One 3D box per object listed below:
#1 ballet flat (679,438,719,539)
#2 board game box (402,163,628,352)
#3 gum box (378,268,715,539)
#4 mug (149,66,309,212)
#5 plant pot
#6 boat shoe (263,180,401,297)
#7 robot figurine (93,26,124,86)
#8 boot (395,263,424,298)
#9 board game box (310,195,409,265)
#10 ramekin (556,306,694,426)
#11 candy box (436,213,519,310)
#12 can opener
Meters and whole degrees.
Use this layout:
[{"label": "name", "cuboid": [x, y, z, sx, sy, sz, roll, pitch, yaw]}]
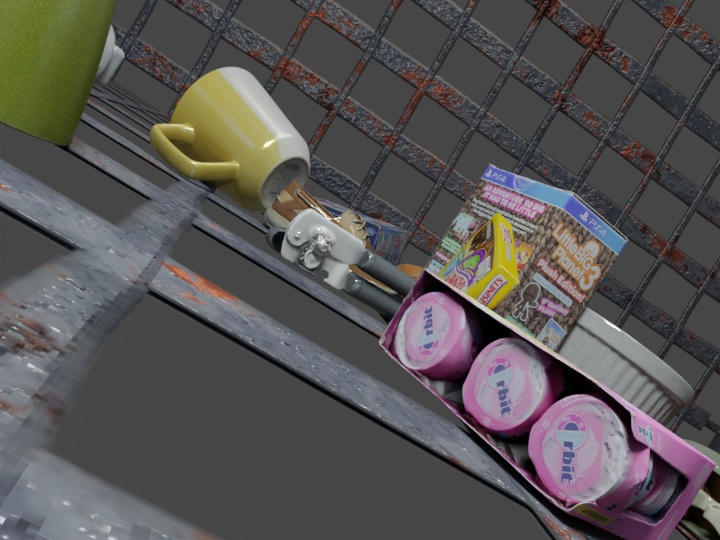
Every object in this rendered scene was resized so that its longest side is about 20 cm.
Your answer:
[{"label": "ballet flat", "cuboid": [0.291, 0.192, 0.592, 0.063, 0.068, 0.200, 22, 8, -26]}, {"label": "board game box", "cuboid": [0.157, 0.008, 0.781, 0.096, 0.202, 0.159, 30, 5, -28]}, {"label": "gum box", "cuboid": [0.114, 0.085, 0.459, 0.113, 0.067, 0.200, 30, 5, -38]}, {"label": "mug", "cuboid": [-0.156, -0.144, 0.917, 0.153, 0.186, 0.150, 43, -24, 25]}, {"label": "plant pot", "cuboid": [-0.237, -0.223, 0.490, 0.185, 0.202, 0.187, 32, 3, -2]}, {"label": "boat shoe", "cuboid": [-0.022, -0.038, 0.874, 0.198, 0.072, 0.076, 32, 4, -1]}, {"label": "robot figurine", "cuboid": [-0.436, -0.342, 1.031, 0.169, 0.114, 0.199, 39, 6, 30]}, {"label": "boot", "cuboid": [0.138, 0.052, 1.080, 0.197, 0.075, 0.155, 20, 5, -8]}, {"label": "board game box", "cuboid": [-0.016, -0.059, 1.093, 0.198, 0.063, 0.199, 24, 7, 28]}, {"label": "ramekin", "cuboid": [0.260, 0.121, 0.816, 0.199, 0.106, 0.200, 37, 1, -1]}, {"label": "candy box", "cuboid": [0.098, 0.010, 0.653, 0.026, 0.102, 0.200, 40, 18, -3]}, {"label": "can opener", "cuboid": [0.000, 0.000, 0.717, 0.198, 0.053, 0.066, 31, 4, -28]}]
